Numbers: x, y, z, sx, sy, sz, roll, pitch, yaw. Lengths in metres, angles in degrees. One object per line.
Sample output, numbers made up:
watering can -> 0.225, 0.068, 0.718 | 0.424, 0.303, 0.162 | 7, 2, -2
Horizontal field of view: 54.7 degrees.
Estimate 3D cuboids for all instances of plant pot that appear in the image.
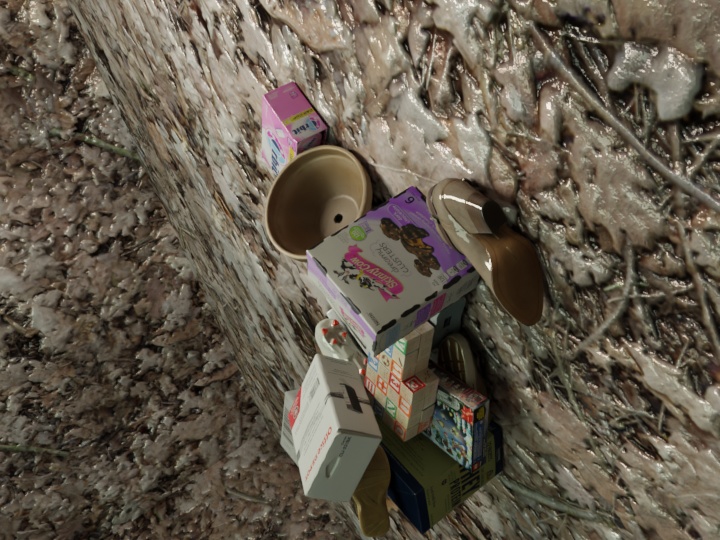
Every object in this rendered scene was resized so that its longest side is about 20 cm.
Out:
plant pot -> -0.056, -0.102, 1.184 | 0.201, 0.201, 0.093 | 44, -172, 34

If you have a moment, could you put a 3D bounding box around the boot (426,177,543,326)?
boot -> 0.158, -0.031, 0.915 | 0.201, 0.070, 0.146 | 67, 165, -17

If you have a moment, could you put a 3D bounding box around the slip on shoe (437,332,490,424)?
slip on shoe -> 0.181, 0.190, 1.165 | 0.076, 0.060, 0.202 | 13, 122, 54

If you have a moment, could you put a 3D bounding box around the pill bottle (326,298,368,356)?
pill bottle -> 0.033, 0.094, 1.304 | 0.201, 0.110, 0.111 | 52, 159, 18

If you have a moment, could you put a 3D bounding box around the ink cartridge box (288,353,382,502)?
ink cartridge box -> -0.048, 0.262, 1.170 | 0.145, 0.083, 0.200 | -65, 23, 22

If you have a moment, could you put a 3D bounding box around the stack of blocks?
stack of blocks -> 0.068, 0.162, 1.129 | 0.115, 0.058, 0.202 | 40, 138, 38

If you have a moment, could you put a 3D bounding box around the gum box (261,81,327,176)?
gum box -> -0.125, -0.231, 1.278 | 0.114, 0.066, 0.200 | 55, 160, 16

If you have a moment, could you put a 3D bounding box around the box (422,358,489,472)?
box -> 0.130, 0.227, 1.171 | 0.199, 0.040, 0.138 | 31, 135, 45

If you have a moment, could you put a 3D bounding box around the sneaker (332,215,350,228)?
sneaker -> -0.050, -0.077, 1.310 | 0.200, 0.074, 0.085 | 25, 142, 57

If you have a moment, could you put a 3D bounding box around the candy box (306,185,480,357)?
candy box -> 0.048, -0.003, 1.001 | 0.168, 0.199, 0.072 | 49, 158, 24

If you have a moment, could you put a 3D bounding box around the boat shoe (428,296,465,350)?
boat shoe -> 0.117, 0.057, 1.131 | 0.091, 0.070, 0.201 | 61, 162, 25

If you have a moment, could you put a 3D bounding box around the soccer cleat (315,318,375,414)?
soccer cleat -> -0.019, 0.179, 1.303 | 0.201, 0.069, 0.078 | 56, 156, 10

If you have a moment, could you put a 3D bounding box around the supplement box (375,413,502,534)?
supplement box -> 0.123, 0.325, 1.285 | 0.200, 0.199, 0.135 | 39, 151, 42

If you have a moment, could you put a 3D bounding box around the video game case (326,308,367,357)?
video game case -> 0.017, 0.155, 1.419 | 0.201, 0.023, 0.182 | 57, -166, 6

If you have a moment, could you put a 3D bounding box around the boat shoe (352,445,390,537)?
boat shoe -> 0.014, 0.371, 1.217 | 0.069, 0.070, 0.202 | -106, 13, -63

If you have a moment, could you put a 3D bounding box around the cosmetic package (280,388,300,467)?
cosmetic package -> -0.085, 0.410, 1.837 | 0.165, 0.198, 0.167 | 33, 123, 51
